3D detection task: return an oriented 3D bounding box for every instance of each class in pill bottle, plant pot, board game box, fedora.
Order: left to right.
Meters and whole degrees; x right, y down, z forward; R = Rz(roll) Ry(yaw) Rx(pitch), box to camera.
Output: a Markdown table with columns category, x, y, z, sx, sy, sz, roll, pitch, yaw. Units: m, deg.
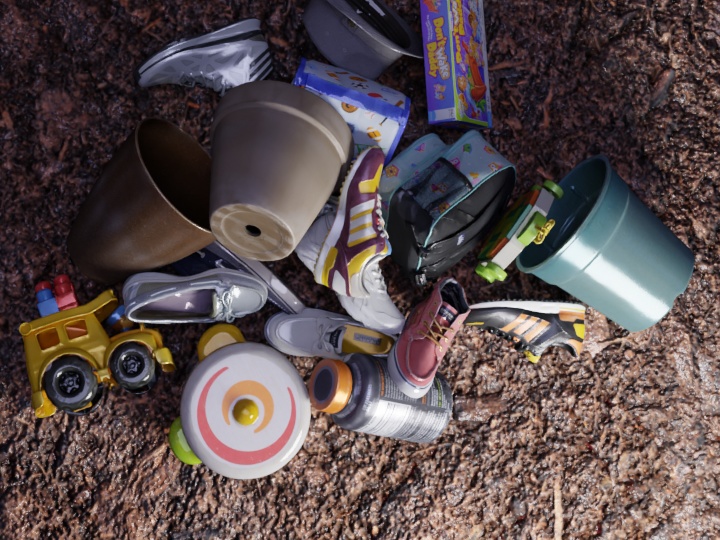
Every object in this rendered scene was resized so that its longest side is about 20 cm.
| category | x | y | z | sx | sy | sz | roll | pitch | yaw |
| --- | --- | --- | --- | --- | --- | --- | --- | --- | --- |
| plant pot | -0.302 | -0.072 | 1.638 | 0.199 | 0.187 | 0.188 | -37 | 93 | 22 |
| plant pot | -0.121 | -0.118 | 1.580 | 0.197 | 0.201 | 0.176 | 20 | 54 | -6 |
| fedora | -0.006 | -0.339 | 1.713 | 0.199 | 0.178 | 0.090 | 37 | 114 | -14 |
| pill bottle | 0.025 | 0.174 | 1.672 | 0.198 | 0.106 | 0.108 | 16 | 86 | -36 |
| board game box | 0.137 | -0.308 | 1.727 | 0.044 | 0.134 | 0.204 | -5 | 89 | 28 |
| plant pot | 0.360 | -0.027 | 1.728 | 0.195 | 0.200 | 0.202 | 35 | 84 | -13 |

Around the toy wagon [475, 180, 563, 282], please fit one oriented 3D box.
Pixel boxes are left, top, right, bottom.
| category | x | y | z | sx | sy | sz | roll | pitch | yaw |
| --- | --- | --- | --- | --- | --- | --- | --- | --- | --- |
| toy wagon | 0.226 | -0.058 | 1.696 | 0.039 | 0.200 | 0.156 | 36 | 84 | -3 |

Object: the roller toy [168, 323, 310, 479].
| category | x | y | z | sx | sy | sz | roll | pitch | yaw |
| --- | --- | --- | --- | --- | --- | --- | --- | --- | --- |
| roller toy | -0.160 | 0.190 | 1.669 | 0.180 | 0.140 | 0.203 | 19 | 85 | -7 |

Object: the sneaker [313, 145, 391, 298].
| category | x | y | z | sx | sy | sz | roll | pitch | yaw |
| --- | --- | --- | --- | --- | --- | --- | --- | --- | --- |
| sneaker | 0.011 | -0.063 | 1.610 | 0.089 | 0.075 | 0.203 | 21 | 96 | 15 |

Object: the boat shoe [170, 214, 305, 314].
| category | x | y | z | sx | sy | sz | roll | pitch | yaw |
| --- | --- | --- | --- | --- | --- | --- | --- | --- | --- |
| boat shoe | -0.178 | 0.017 | 1.712 | 0.199 | 0.075 | 0.093 | 40 | 90 | 4 |

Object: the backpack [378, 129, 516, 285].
| category | x | y | z | sx | sy | sz | roll | pitch | yaw |
| --- | --- | --- | --- | --- | --- | --- | --- | --- | --- |
| backpack | 0.120 | -0.102 | 1.698 | 0.198 | 0.177 | 0.154 | -31 | 64 | -19 |

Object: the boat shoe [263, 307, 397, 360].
| category | x | y | z | sx | sy | sz | roll | pitch | yaw |
| --- | --- | --- | --- | --- | --- | --- | --- | --- | --- |
| boat shoe | -0.040 | 0.096 | 1.722 | 0.196 | 0.070 | 0.072 | 11 | 87 | -7 |

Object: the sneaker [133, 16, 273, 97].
| category | x | y | z | sx | sy | sz | roll | pitch | yaw |
| --- | --- | --- | --- | --- | --- | --- | --- | --- | --- |
| sneaker | -0.215 | -0.274 | 1.708 | 0.198 | 0.076 | 0.117 | -22 | 89 | -10 |

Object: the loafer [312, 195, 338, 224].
| category | x | y | z | sx | sy | sz | roll | pitch | yaw |
| --- | --- | --- | --- | --- | --- | --- | --- | --- | --- |
| loafer | -0.106 | -0.091 | 1.719 | 0.196 | 0.070 | 0.071 | 4 | 88 | -7 |

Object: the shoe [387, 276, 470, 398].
| category | x | y | z | sx | sy | sz | roll | pitch | yaw |
| --- | --- | --- | --- | --- | --- | --- | --- | --- | --- |
| shoe | 0.097 | 0.087 | 1.671 | 0.071 | 0.201 | 0.091 | 33 | 121 | -7 |

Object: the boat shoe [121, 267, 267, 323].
| category | x | y | z | sx | sy | sz | roll | pitch | yaw |
| --- | --- | --- | --- | --- | --- | --- | --- | --- | --- |
| boat shoe | -0.223 | 0.043 | 1.636 | 0.198 | 0.065 | 0.075 | 3 | 125 | -17 |

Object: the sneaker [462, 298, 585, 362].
| category | x | y | z | sx | sy | sz | roll | pitch | yaw |
| --- | --- | --- | --- | --- | --- | --- | --- | --- | --- |
| sneaker | 0.236 | 0.089 | 1.759 | 0.196 | 0.070 | 0.092 | 1 | 85 | -9 |

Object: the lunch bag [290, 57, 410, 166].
| category | x | y | z | sx | sy | sz | roll | pitch | yaw |
| --- | --- | --- | --- | --- | --- | --- | --- | --- | --- |
| lunch bag | -0.025 | -0.218 | 1.669 | 0.167 | 0.200 | 0.126 | 18 | 86 | -7 |

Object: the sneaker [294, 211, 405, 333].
| category | x | y | z | sx | sy | sz | roll | pitch | yaw |
| --- | --- | --- | --- | --- | --- | --- | --- | --- | --- |
| sneaker | 0.000 | 0.000 | 1.673 | 0.200 | 0.078 | 0.099 | 45 | 102 | -1 |

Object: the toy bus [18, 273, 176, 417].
| category | x | y | z | sx | sy | sz | roll | pitch | yaw |
| --- | --- | --- | --- | --- | --- | --- | --- | --- | --- |
| toy bus | -0.371 | 0.091 | 1.656 | 0.197 | 0.136 | 0.195 | -17 | 80 | -9 |
